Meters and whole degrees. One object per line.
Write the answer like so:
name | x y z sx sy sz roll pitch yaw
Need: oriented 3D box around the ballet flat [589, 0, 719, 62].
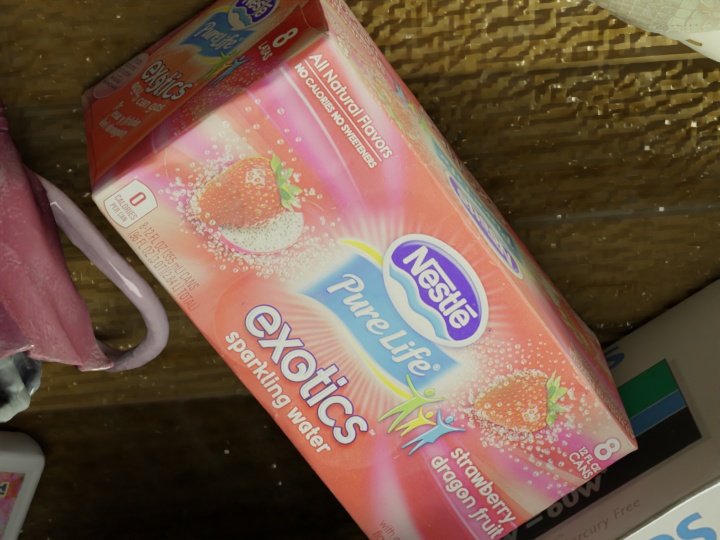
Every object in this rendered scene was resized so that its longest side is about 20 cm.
ballet flat | 0.149 -0.098 1.029 0.200 0.067 0.062 0 125 -7

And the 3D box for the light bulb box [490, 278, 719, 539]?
light bulb box | 0.160 0.121 1.100 0.198 0.125 0.200 -32 116 8

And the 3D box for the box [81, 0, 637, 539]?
box | 0.000 0.000 1.038 0.103 0.095 0.200 -33 115 8

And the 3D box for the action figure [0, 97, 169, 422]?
action figure | -0.139 -0.048 0.995 0.149 0.134 0.200 -15 91 -39

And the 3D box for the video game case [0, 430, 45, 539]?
video game case | -0.229 0.141 1.082 0.182 0.024 0.200 7 116 -35
